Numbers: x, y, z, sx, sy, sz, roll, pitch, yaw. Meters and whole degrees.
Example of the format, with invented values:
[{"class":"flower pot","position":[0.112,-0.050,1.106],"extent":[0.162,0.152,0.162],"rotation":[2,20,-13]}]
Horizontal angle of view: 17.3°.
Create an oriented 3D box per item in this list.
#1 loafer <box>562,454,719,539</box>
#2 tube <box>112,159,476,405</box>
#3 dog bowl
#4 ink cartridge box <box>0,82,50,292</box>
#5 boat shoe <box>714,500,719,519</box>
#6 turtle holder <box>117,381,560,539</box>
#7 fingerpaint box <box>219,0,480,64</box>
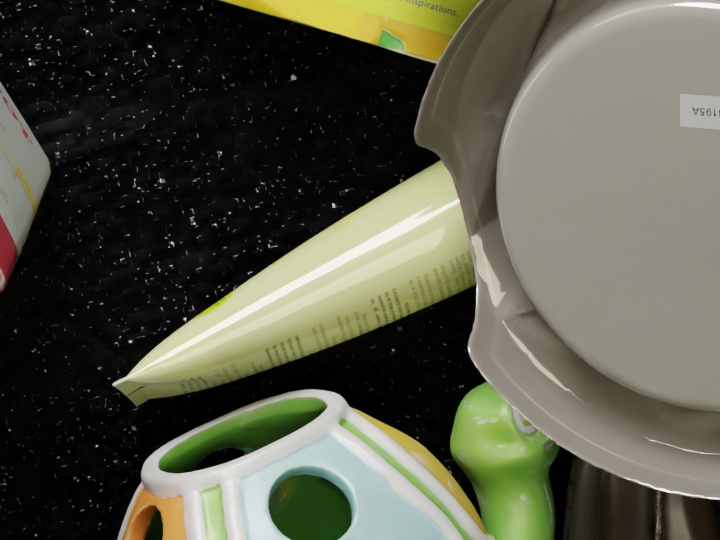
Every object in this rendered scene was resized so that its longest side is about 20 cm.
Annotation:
[{"class":"loafer","position":[0.113,0.108,0.903],"extent":[0.071,0.073,0.201],"rotation":[6,111,7]},{"class":"tube","position":[0.000,0.000,0.877],"extent":[0.199,0.052,0.058],"rotation":[-28,131,-2]},{"class":"dog bowl","position":[0.118,-0.027,0.783],"extent":[0.199,0.059,0.201],"rotation":[9,115,20]},{"class":"ink cartridge box","position":[-0.203,-0.040,0.783],"extent":[0.144,0.200,0.146],"rotation":[-31,102,4]},{"class":"boat shoe","position":[0.235,0.086,0.913],"extent":[0.198,0.069,0.073],"rotation":[8,101,-6]},{"class":"turtle holder","position":[-0.004,0.112,0.861],"extent":[0.184,0.141,0.133],"rotation":[-19,101,0]},{"class":"fingerpaint box","position":[0.044,-0.158,0.845],"extent":[0.199,0.073,0.168],"rotation":[14,101,-8]}]
